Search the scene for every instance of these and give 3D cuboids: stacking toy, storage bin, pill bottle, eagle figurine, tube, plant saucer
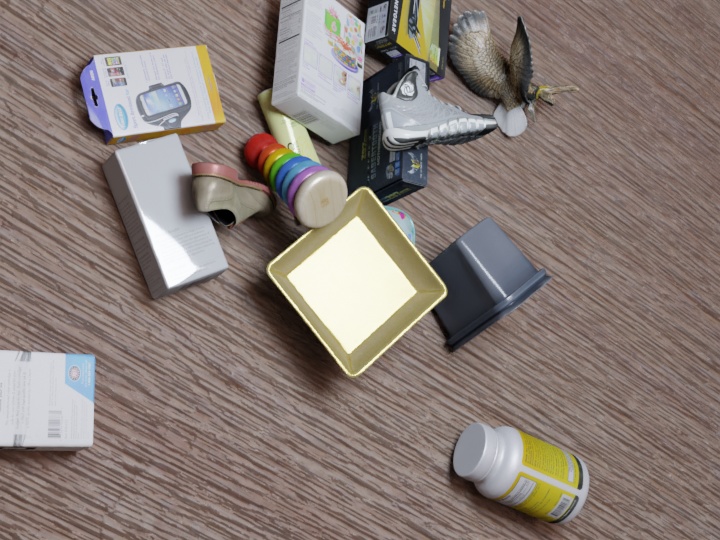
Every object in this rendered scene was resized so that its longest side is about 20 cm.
[{"bbox_3d":[-0.104,-0.142,1.567,0.084,0.200,0.086,-22,132,-27],"label":"stacking toy"},{"bbox_3d":[0.184,0.011,1.691,0.145,0.200,0.135,-34,86,-31],"label":"storage bin"},{"bbox_3d":[0.245,0.308,1.692,0.198,0.112,0.114,26,66,-22],"label":"pill bottle"},{"bbox_3d":[0.247,-0.338,1.828,0.199,0.151,0.153,27,37,-51],"label":"eagle figurine"},{"bbox_3d":[-0.095,-0.179,1.655,0.057,0.052,0.203,-20,95,6],"label":"tube"},{"bbox_3d":[-0.008,0.018,1.567,0.199,0.048,0.201,-40,93,-20],"label":"plant saucer"}]

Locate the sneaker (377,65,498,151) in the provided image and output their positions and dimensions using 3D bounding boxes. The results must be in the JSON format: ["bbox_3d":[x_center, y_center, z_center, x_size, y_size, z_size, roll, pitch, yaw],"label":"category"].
[{"bbox_3d":[0.110,-0.243,1.590,0.197,0.075,0.118,-10,82,-34],"label":"sneaker"}]

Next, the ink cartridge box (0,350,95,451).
[{"bbox_3d":[-0.434,0.161,1.360,0.197,0.066,0.118,6,75,-29],"label":"ink cartridge box"}]

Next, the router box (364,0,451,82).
[{"bbox_3d":[0.082,-0.429,1.786,0.156,0.052,0.204,25,65,-46],"label":"router box"}]

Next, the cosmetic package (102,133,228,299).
[{"bbox_3d":[-0.269,-0.074,1.513,0.101,0.074,0.203,-19,86,-32],"label":"cosmetic package"}]

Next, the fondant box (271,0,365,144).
[{"bbox_3d":[-0.060,-0.314,1.664,0.143,0.058,0.203,28,58,-45],"label":"fondant box"}]

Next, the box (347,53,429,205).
[{"bbox_3d":[0.041,-0.206,1.674,0.050,0.157,0.204,12,73,-29],"label":"box"}]

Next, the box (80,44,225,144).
[{"bbox_3d":[-0.298,-0.249,1.559,0.197,0.041,0.121,-12,84,-29],"label":"box"}]

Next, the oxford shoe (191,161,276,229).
[{"bbox_3d":[-0.179,-0.092,1.533,0.199,0.069,0.076,22,70,-63],"label":"oxford shoe"}]

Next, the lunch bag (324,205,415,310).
[{"bbox_3d":[0.000,0.000,1.644,0.158,0.077,0.204,12,74,-28],"label":"lunch bag"}]
